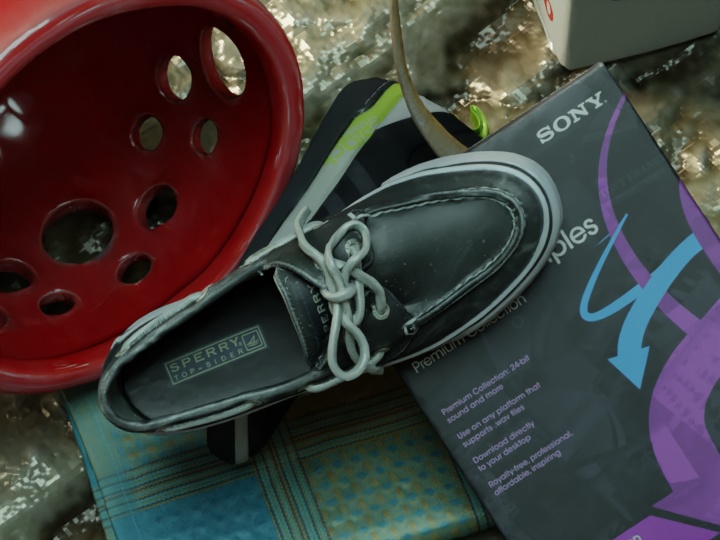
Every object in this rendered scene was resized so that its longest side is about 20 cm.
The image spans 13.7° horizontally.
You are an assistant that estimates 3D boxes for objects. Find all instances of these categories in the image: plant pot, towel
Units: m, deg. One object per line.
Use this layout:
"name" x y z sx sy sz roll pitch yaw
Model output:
"plant pot" -0.153 -0.074 1.274 0.200 0.201 0.182 -37 49 -17
"towel" -0.022 0.066 1.293 0.200 0.022 0.147 -16 61 -7

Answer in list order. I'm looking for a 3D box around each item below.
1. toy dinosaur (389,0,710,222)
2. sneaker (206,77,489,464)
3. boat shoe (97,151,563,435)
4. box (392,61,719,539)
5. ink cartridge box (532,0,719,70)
"toy dinosaur" 0.068 -0.026 1.286 0.200 0.060 0.106 27 53 -30
"sneaker" 0.000 0.000 1.278 0.083 0.072 0.200 21 64 10
"boat shoe" -0.013 0.011 1.184 0.199 0.068 0.074 -20 92 6
"box" 0.094 0.035 1.231 0.143 0.036 0.200 -34 89 2
"ink cartridge box" 0.112 -0.208 1.337 0.083 0.200 0.147 -13 62 -8
